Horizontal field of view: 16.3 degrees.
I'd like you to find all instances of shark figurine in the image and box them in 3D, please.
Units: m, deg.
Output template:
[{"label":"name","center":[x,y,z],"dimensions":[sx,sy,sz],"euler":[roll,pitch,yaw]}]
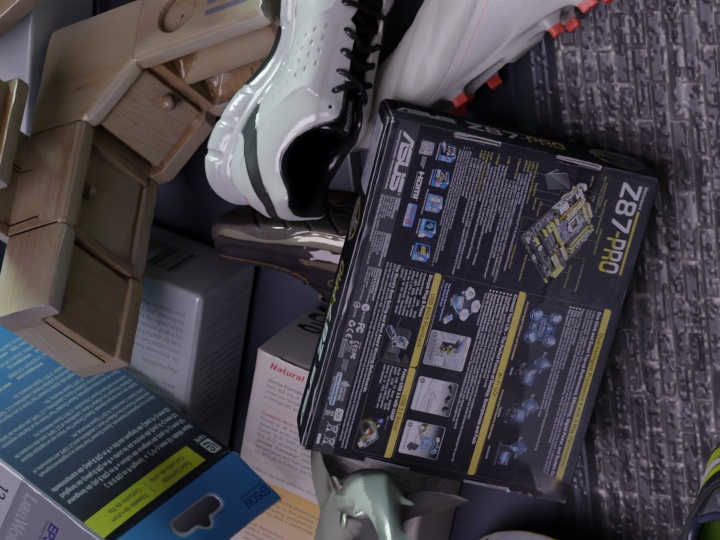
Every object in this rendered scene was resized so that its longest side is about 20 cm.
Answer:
[{"label":"shark figurine","center":[0.023,0.143,1.433],"dimensions":[0.089,0.214,0.129],"euler":[-1,80,-12]}]

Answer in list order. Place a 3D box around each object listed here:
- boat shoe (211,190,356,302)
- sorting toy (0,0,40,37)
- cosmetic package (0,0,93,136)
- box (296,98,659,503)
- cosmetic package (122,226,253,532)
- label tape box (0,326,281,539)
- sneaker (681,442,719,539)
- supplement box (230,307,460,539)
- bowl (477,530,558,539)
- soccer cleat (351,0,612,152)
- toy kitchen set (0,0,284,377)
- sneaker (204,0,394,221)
[{"label":"boat shoe","center":[0.000,0.000,1.493],"dimensions":[0.199,0.074,0.074],"euler":[7,112,28]},{"label":"sorting toy","center":[-0.240,-0.250,1.467],"dimensions":[0.200,0.070,0.199],"euler":[-40,72,12]},{"label":"cosmetic package","center":[-0.226,-0.144,1.566],"dimensions":[0.101,0.071,0.201],"euler":[17,116,23]},{"label":"box","center":[0.064,0.019,1.414],"dimensions":[0.160,0.049,0.201],"euler":[12,106,-8]},{"label":"cosmetic package","center":[-0.137,0.079,1.592],"dimensions":[0.101,0.071,0.201],"euler":[21,117,21]},{"label":"label tape box","center":[-0.166,0.119,1.485],"dimensions":[0.200,0.143,0.066],"euler":[37,122,12]},{"label":"sneaker","center":[0.205,0.199,1.449],"dimensions":[0.073,0.081,0.201],"euler":[11,114,26]},{"label":"supplement box","center":[-0.009,0.141,1.551],"dimensions":[0.125,0.073,0.201],"euler":[22,119,19]},{"label":"bowl","center":[0.096,0.265,1.494],"dimensions":[0.200,0.094,0.202],"euler":[29,134,35]},{"label":"soccer cleat","center":[0.057,-0.138,1.417],"dimensions":[0.200,0.069,0.078],"euler":[-36,84,27]},{"label":"toy kitchen set","center":[-0.135,-0.078,1.426],"dimensions":[0.180,0.201,0.163],"euler":[-15,144,34]},{"label":"sneaker","center":[-0.012,-0.117,1.400],"dimensions":[0.080,0.073,0.201],"euler":[33,104,48]}]
